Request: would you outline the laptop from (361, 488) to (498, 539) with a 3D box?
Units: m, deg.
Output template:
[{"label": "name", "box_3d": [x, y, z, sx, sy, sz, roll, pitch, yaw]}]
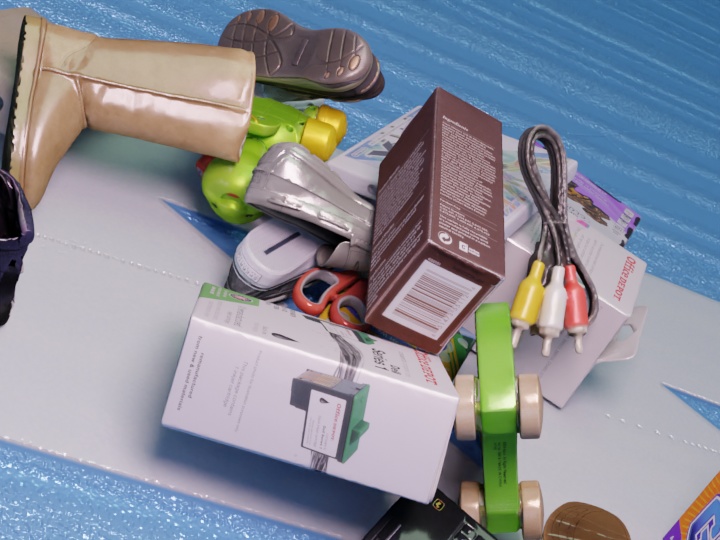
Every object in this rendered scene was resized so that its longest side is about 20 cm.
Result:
[{"label": "laptop", "box_3d": [0.083, 0.229, 0.890, 0.199, 0.104, 0.177, 39, 47, 13]}]

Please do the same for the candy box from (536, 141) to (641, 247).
[{"label": "candy box", "box_3d": [0.207, -0.050, 1.479, 0.167, 0.072, 0.200, 36, 30, 7]}]

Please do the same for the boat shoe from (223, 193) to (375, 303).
[{"label": "boat shoe", "box_3d": [-0.054, -0.022, 1.199, 0.199, 0.071, 0.072, -22, 72, -49]}]

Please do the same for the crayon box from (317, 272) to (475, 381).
[{"label": "crayon box", "box_3d": [0.014, 0.080, 1.136, 0.125, 0.052, 0.200, 34, 31, 4]}]

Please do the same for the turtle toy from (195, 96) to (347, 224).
[{"label": "turtle toy", "box_3d": [-0.097, -0.108, 1.245, 0.144, 0.102, 0.200, 17, 18, 2]}]

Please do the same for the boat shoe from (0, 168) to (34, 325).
[{"label": "boat shoe", "box_3d": [-0.294, -0.057, 1.012, 0.074, 0.093, 0.201, 3, 41, -40]}]

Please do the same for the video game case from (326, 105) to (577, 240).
[{"label": "video game case", "box_3d": [0.090, -0.095, 1.265, 0.180, 0.022, 0.200, 22, 30, 21]}]

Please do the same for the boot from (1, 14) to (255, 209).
[{"label": "boot", "box_3d": [-0.192, -0.118, 1.116, 0.197, 0.178, 0.066, 9, -6, -19]}]

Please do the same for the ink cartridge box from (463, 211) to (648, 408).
[{"label": "ink cartridge box", "box_3d": [0.176, 0.023, 1.291, 0.199, 0.126, 0.129, 34, 31, 4]}]

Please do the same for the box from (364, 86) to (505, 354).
[{"label": "box", "box_3d": [0.061, -0.042, 1.068, 0.074, 0.100, 0.202, 24, 40, -18]}]

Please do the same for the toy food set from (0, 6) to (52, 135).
[{"label": "toy food set", "box_3d": [-0.298, -0.172, 1.223, 0.143, 0.061, 0.200, 35, 22, 5]}]

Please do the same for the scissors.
[{"label": "scissors", "box_3d": [0.000, 0.000, 1.176, 0.073, 0.014, 0.200, 31, 31, 4]}]

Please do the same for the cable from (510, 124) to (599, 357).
[{"label": "cable", "box_3d": [0.177, -0.025, 1.174, 0.096, 0.203, 0.050, 6, -1, -22]}]

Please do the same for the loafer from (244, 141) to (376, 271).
[{"label": "loafer", "box_3d": [-0.011, -0.029, 1.143, 0.199, 0.070, 0.070, 35, -15, -12]}]

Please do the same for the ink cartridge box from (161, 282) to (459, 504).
[{"label": "ink cartridge box", "box_3d": [-0.035, 0.086, 0.976, 0.197, 0.085, 0.146, 17, 8, -6]}]

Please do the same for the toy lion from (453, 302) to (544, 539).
[{"label": "toy lion", "box_3d": [0.108, 0.102, 1.067, 0.068, 0.202, 0.193, -3, 45, 5]}]

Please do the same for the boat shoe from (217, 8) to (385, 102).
[{"label": "boat shoe", "box_3d": [-0.060, -0.198, 1.301, 0.199, 0.075, 0.073, 23, -11, 39]}]

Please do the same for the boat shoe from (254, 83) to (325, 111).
[{"label": "boat shoe", "box_3d": [-0.124, -0.183, 1.371, 0.198, 0.070, 0.071, 5, 40, -37]}]

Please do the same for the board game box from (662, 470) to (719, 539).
[{"label": "board game box", "box_3d": [0.383, 0.260, 1.067, 0.198, 0.201, 0.201, 27, 30, -7]}]

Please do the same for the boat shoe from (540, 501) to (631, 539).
[{"label": "boat shoe", "box_3d": [0.165, 0.249, 1.034, 0.072, 0.063, 0.200, 17, 26, 11]}]
